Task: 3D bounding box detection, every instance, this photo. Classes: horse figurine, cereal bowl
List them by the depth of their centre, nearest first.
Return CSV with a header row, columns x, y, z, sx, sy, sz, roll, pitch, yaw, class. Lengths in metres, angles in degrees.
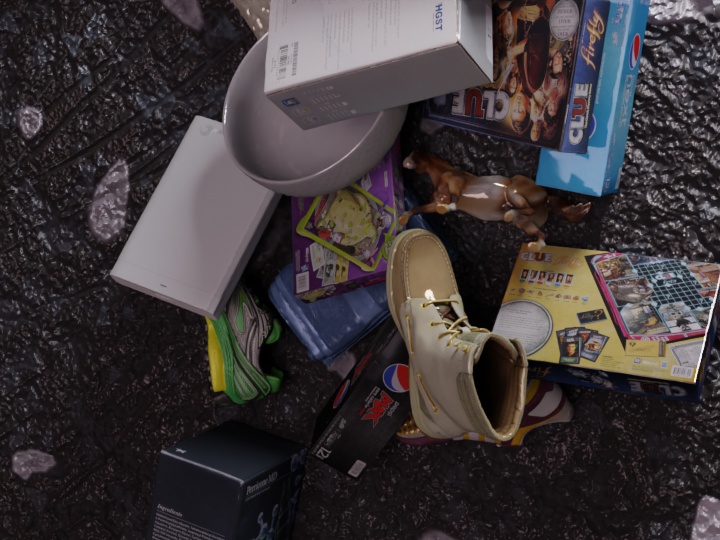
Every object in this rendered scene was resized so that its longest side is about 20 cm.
x,y,z,sx,sy,sz,roll,pitch,yaw,class
0.125,-0.067,1.340,0.198,0.133,0.050,10,114,14,horse figurine
-0.035,-0.160,1.377,0.199,0.083,0.202,-12,63,25,cereal bowl

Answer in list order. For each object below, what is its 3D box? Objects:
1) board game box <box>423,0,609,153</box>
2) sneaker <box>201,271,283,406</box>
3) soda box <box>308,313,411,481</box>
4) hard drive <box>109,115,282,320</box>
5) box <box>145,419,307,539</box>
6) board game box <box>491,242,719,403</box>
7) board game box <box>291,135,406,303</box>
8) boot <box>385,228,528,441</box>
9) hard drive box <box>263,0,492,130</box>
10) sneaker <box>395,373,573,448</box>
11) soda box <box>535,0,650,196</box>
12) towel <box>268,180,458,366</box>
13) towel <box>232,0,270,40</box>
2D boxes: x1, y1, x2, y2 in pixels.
x,y,z,sx,sy,sz,roll,pitch,yaw,class
0.140,-0.193,1.294,0.199,0.034,0.137,21,108,52,board game box
-0.125,0.042,1.497,0.084,0.078,0.202,-8,96,11,sneaker
0.025,0.116,1.409,0.063,0.071,0.200,30,118,-9,soda box
-0.162,-0.058,1.461,0.131,0.026,0.201,19,72,22,hard drive
-0.150,0.283,1.490,0.106,0.148,0.202,15,104,22,box
0.230,0.045,1.295,0.199,0.035,0.136,7,56,25,board game box
-0.014,-0.075,1.395,0.119,0.032,0.202,-18,61,29,board game box
0.088,0.055,1.258,0.155,0.072,0.202,168,94,-70,boot
0.017,-0.233,1.281,0.199,0.077,0.157,-11,63,27,hard drive box
0.119,0.149,1.387,0.090,0.075,0.199,39,142,-25,sneaker
0.219,-0.175,1.301,0.067,0.064,0.202,13,102,24,soda box
0.000,0.000,1.437,0.200,0.048,0.112,-41,77,24,towel
-0.090,-0.325,1.446,0.132,0.034,0.201,-36,82,26,towel
